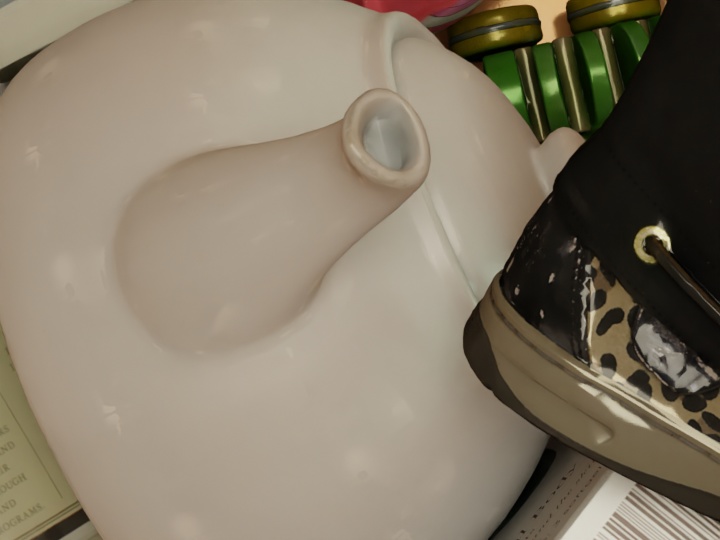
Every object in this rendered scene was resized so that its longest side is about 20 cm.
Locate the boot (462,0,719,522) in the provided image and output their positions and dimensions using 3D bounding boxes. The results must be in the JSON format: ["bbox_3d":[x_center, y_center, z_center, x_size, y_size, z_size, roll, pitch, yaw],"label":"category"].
[{"bbox_3d":[0.141,-0.004,0.595,0.203,0.074,0.154,23,111,2],"label":"boot"}]

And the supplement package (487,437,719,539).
[{"bbox_3d":[0.108,0.104,0.750,0.150,0.200,0.152,39,86,-1],"label":"supplement package"}]

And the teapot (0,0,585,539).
[{"bbox_3d":[0.000,0.000,0.725,0.146,0.200,0.198,-23,123,14],"label":"teapot"}]

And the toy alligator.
[{"bbox_3d":[0.041,-0.051,0.828,0.199,0.054,0.060,-13,87,-3],"label":"toy alligator"}]

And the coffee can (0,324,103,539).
[{"bbox_3d":[-0.157,0.014,0.770,0.146,0.146,0.201,-31,89,-4],"label":"coffee can"}]

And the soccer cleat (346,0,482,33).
[{"bbox_3d":[0.061,-0.131,0.789,0.076,0.200,0.067,0,58,-36],"label":"soccer cleat"}]

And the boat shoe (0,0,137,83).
[{"bbox_3d":[-0.043,-0.125,0.746,0.200,0.070,0.072,-27,89,19],"label":"boat shoe"}]
